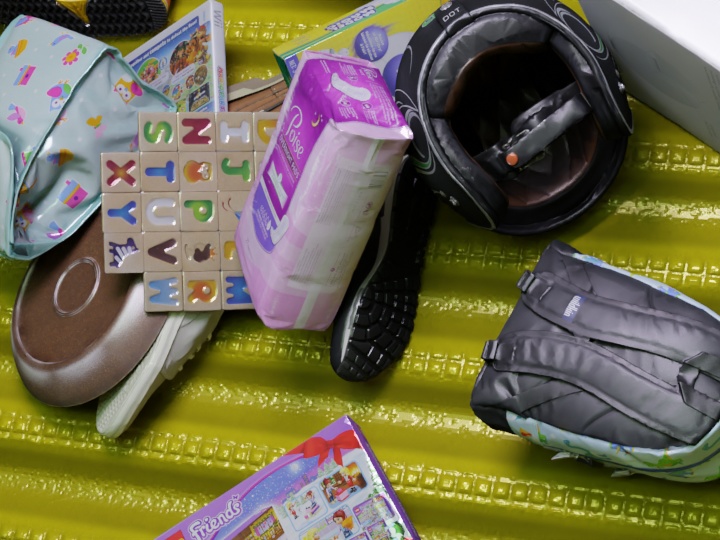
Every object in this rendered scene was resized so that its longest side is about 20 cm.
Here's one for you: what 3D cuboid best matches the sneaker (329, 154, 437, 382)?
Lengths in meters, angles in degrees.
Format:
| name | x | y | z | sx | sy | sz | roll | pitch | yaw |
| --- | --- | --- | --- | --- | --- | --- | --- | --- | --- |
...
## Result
| name | x | y | z | sx | sy | sz | roll | pitch | yaw |
| --- | --- | --- | --- | --- | --- | --- | --- | --- | --- |
| sneaker | 0.000 | 0.000 | 1.712 | 0.087 | 0.076 | 0.201 | 0 | 64 | 37 |

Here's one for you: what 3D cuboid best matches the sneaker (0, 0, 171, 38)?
| name | x | y | z | sx | sy | sz | roll | pitch | yaw |
| --- | --- | --- | --- | --- | --- | --- | --- | --- | --- |
| sneaker | -0.261 | -0.272 | 1.929 | 0.198 | 0.070 | 0.091 | 3 | 54 | 22 |

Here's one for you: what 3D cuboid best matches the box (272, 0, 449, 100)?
| name | x | y | z | sx | sy | sz | roll | pitch | yaw |
| --- | --- | --- | --- | --- | --- | --- | --- | --- | --- |
| box | 0.039 | -0.173 | 1.717 | 0.199 | 0.118 | 0.048 | -28 | 23 | -9 |

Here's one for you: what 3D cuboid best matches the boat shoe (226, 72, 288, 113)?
| name | x | y | z | sx | sy | sz | roll | pitch | yaw |
| --- | --- | --- | --- | --- | --- | --- | --- | --- | --- |
| boat shoe | -0.045 | -0.141 | 1.783 | 0.199 | 0.072 | 0.069 | -22 | 60 | 25 |

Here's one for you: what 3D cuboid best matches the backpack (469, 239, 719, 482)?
| name | x | y | z | sx | sy | sz | roll | pitch | yaw |
| --- | --- | --- | --- | --- | --- | --- | --- | --- | --- |
| backpack | 0.212 | 0.082 | 1.554 | 0.199 | 0.154 | 0.164 | 8 | 64 | 46 |

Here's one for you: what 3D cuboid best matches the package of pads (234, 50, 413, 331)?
| name | x | y | z | sx | sy | sz | roll | pitch | yaw |
| --- | --- | --- | --- | --- | --- | --- | --- | --- | --- |
| package of pads | -0.035 | -0.061 | 1.633 | 0.201 | 0.075 | 0.121 | -66 | 31 | 31 |

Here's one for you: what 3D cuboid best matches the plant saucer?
| name | x | y | z | sx | sy | sz | roll | pitch | yaw |
| --- | --- | --- | --- | --- | --- | --- | --- | --- | --- |
| plant saucer | -0.237 | 0.020 | 1.769 | 0.199 | 0.032 | 0.202 | -22 | 52 | 31 |

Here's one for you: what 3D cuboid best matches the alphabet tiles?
| name | x | y | z | sx | sy | sz | roll | pitch | yaw |
| --- | --- | --- | --- | --- | --- | --- | --- | --- | --- |
| alphabet tiles | -0.120 | -0.050 | 1.720 | 0.198 | 0.006 | 0.168 | -1 | 88 | -18 |

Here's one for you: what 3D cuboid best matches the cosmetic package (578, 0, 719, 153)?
| name | x | y | z | sx | sy | sz | roll | pitch | yaw |
| --- | --- | --- | --- | --- | --- | --- | --- | --- | --- |
| cosmetic package | 0.290 | -0.183 | 1.592 | 0.123 | 0.199 | 0.200 | -47 | 60 | -4 |

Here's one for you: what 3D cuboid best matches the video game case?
| name | x | y | z | sx | sy | sz | roll | pitch | yaw |
| --- | --- | --- | --- | --- | --- | --- | --- | --- | --- |
| video game case | -0.169 | -0.123 | 1.815 | 0.143 | 0.018 | 0.202 | -27 | 57 | 40 |

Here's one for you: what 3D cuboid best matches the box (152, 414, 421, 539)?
| name | x | y | z | sx | sy | sz | roll | pitch | yaw |
| --- | --- | --- | --- | --- | --- | --- | --- | --- | --- |
| box | -0.058 | 0.227 | 1.643 | 0.199 | 0.039 | 0.137 | -33 | 61 | 5 |

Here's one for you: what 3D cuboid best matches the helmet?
| name | x | y | z | sx | sy | sz | roll | pitch | yaw |
| --- | --- | --- | --- | --- | --- | --- | --- | --- | --- |
| helmet | 0.121 | -0.127 | 1.631 | 0.198 | 0.191 | 0.202 | 0 | 91 | 4 |

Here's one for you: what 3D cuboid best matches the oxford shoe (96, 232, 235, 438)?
| name | x | y | z | sx | sy | sz | roll | pitch | yaw |
| --- | --- | --- | --- | --- | --- | --- | --- | --- | --- |
| oxford shoe | -0.161 | 0.059 | 1.746 | 0.201 | 0.058 | 0.075 | -61 | 31 | -5 |

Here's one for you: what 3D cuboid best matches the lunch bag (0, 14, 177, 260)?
| name | x | y | z | sx | sy | sz | roll | pitch | yaw |
| --- | --- | --- | --- | --- | --- | --- | --- | --- | --- |
| lunch bag | -0.289 | -0.111 | 1.813 | 0.170 | 0.122 | 0.201 | 26 | 77 | 50 |
